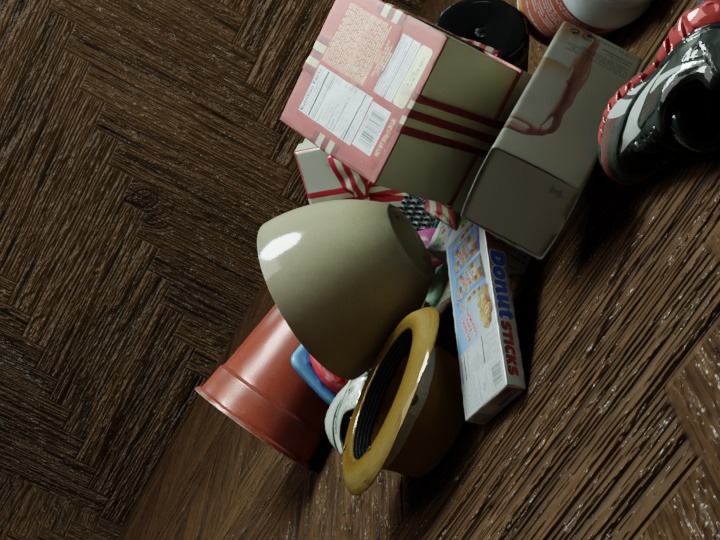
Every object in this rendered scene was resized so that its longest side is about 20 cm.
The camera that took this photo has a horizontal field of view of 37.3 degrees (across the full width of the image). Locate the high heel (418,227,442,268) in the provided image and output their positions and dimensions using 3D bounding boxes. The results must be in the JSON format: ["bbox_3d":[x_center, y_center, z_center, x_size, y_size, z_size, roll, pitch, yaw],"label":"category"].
[{"bbox_3d":[0.033,-0.006,1.355,0.200,0.068,0.096,-9,22,47],"label":"high heel"}]

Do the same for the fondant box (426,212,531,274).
[{"bbox_3d":[0.161,-0.096,1.148,0.200,0.058,0.144,-63,17,-9],"label":"fondant box"}]

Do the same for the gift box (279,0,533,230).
[{"bbox_3d":[0.061,-0.161,1.102,0.200,0.187,0.185,43,111,34],"label":"gift box"}]

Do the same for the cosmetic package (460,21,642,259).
[{"bbox_3d":[0.176,-0.122,0.975,0.200,0.087,0.103,-59,-6,-39],"label":"cosmetic package"}]

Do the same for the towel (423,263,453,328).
[{"bbox_3d":[0.124,-0.022,1.287,0.147,0.022,0.200,-49,17,55],"label":"towel"}]

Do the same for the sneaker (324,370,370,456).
[{"bbox_3d":[0.020,0.136,1.270,0.088,0.075,0.200,-118,45,-70],"label":"sneaker"}]

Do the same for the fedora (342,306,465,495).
[{"bbox_3d":[0.053,0.137,1.055,0.201,0.082,0.201,-61,12,22],"label":"fedora"}]

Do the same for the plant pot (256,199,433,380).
[{"bbox_3d":[0.000,0.000,1.165,0.134,0.200,0.200,-31,21,18],"label":"plant pot"}]

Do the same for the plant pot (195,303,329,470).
[{"bbox_3d":[-0.097,0.145,1.515,0.195,0.201,0.201,-55,9,-7],"label":"plant pot"}]

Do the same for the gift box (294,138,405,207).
[{"bbox_3d":[0.025,-0.144,1.526,0.200,0.185,0.187,-14,24,16],"label":"gift box"}]

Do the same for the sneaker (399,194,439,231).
[{"bbox_3d":[0.081,-0.028,1.437,0.093,0.070,0.200,-23,-41,-48],"label":"sneaker"}]

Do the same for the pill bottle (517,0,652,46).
[{"bbox_3d":[0.251,-0.309,1.150,0.112,0.112,0.200,-63,10,-3],"label":"pill bottle"}]

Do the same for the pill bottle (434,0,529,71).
[{"bbox_3d":[0.144,-0.218,1.282,0.200,0.112,0.112,82,-154,-56],"label":"pill bottle"}]

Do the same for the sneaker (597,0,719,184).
[{"bbox_3d":[0.239,-0.116,0.818,0.201,0.071,0.098,121,162,-56],"label":"sneaker"}]

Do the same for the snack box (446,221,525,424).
[{"bbox_3d":[0.115,0.039,1.001,0.072,0.024,0.200,127,148,-46],"label":"snack box"}]

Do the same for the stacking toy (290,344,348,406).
[{"bbox_3d":[0.017,0.083,1.358,0.200,0.110,0.116,-41,6,38],"label":"stacking toy"}]
